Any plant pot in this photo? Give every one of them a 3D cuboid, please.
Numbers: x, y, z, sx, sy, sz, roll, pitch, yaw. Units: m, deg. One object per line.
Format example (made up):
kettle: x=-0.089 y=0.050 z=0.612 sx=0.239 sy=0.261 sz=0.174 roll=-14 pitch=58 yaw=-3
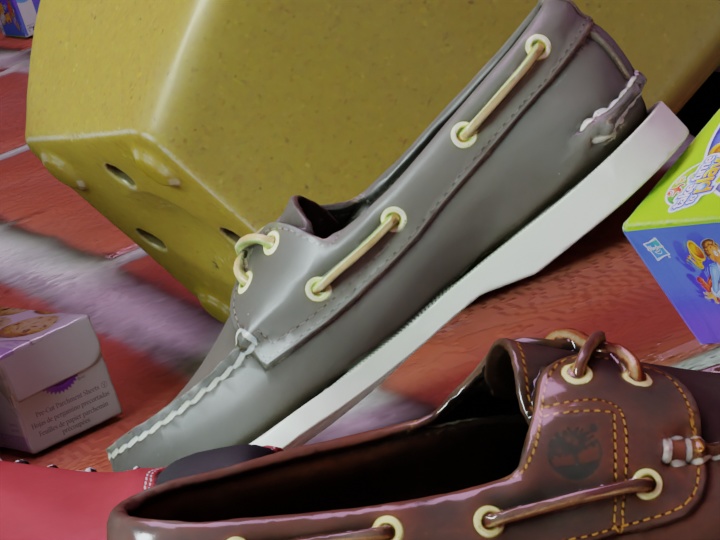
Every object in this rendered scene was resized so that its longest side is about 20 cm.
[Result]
plant pot: x=-0.009 y=-0.087 z=1.085 sx=0.200 sy=0.194 sz=0.195 roll=-55 pitch=23 yaw=-16

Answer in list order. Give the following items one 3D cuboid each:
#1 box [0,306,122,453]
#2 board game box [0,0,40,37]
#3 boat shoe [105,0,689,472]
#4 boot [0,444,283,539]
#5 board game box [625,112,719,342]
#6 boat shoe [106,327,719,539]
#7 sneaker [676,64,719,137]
box: x=-0.150 y=0.038 z=1.130 sx=0.041 sy=0.039 sz=0.200 roll=-24 pitch=12 yaw=-24
board game box: x=-0.245 y=-0.277 z=2.839 sx=0.199 sy=0.045 sz=0.134 roll=-22 pitch=11 yaw=-13
boat shoe: x=0.000 y=-0.001 z=0.876 sx=0.201 sy=0.060 sz=0.072 roll=-38 pitch=4 yaw=11
boot: x=-0.079 y=0.070 z=0.782 sx=0.144 sy=0.073 sz=0.200 roll=-20 pitch=19 yaw=-7
board game box: x=0.182 y=-0.064 z=0.836 sx=0.200 sy=0.045 sz=0.134 roll=-48 pitch=24 yaw=-28
boat shoe: x=0.042 y=0.049 z=0.667 sx=0.199 sy=0.071 sz=0.070 roll=-20 pitch=10 yaw=-13
sneaker: x=0.170 y=-0.091 z=1.133 sx=0.115 sy=0.075 sz=0.200 roll=-20 pitch=12 yaw=9
